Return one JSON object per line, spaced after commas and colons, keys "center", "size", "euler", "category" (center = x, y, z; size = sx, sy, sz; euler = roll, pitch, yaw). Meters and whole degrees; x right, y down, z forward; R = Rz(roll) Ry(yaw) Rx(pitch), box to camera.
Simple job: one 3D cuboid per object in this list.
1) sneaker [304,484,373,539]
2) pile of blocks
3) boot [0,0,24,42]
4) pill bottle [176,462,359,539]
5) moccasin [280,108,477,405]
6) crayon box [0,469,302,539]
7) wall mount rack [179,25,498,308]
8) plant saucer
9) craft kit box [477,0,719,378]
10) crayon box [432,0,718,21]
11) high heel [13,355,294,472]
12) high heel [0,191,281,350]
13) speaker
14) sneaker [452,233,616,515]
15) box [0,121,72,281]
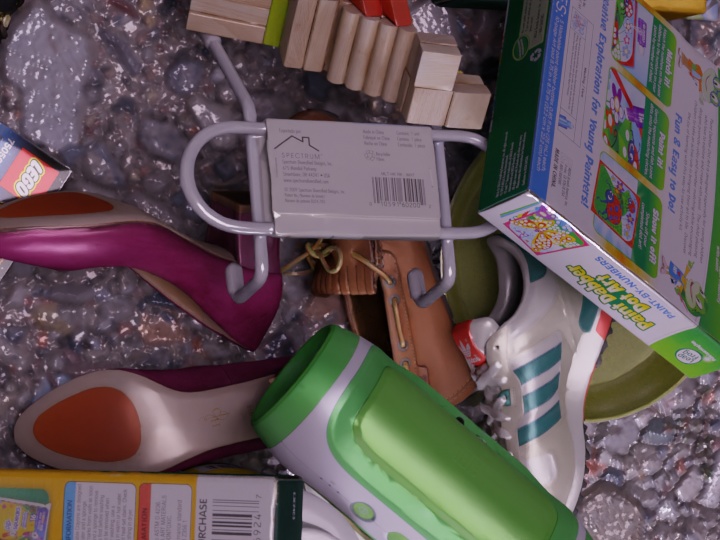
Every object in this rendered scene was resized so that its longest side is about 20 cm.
{"center": [0.049, 0.168, 1.343], "size": [0.200, 0.089, 0.077], "euler": [41, 79, -15], "category": "sneaker"}
{"center": [-0.008, -0.149, 1.268], "size": [0.199, 0.082, 0.062], "euler": [24, 123, 14], "category": "pile of blocks"}
{"center": [-0.183, -0.182, 1.272], "size": [0.203, 0.073, 0.155], "euler": [18, 88, -17], "category": "boot"}
{"center": [-0.062, 0.170, 1.247], "size": [0.109, 0.200, 0.110], "euler": [0, 91, -18], "category": "pill bottle"}
{"center": [-0.001, 0.000, 1.337], "size": [0.078, 0.074, 0.202], "euler": [-27, 107, -24], "category": "moccasin"}
{"center": [-0.131, 0.165, 1.125], "size": [0.199, 0.052, 0.127], "euler": [0, 85, 15], "category": "crayon box"}
{"center": [-0.018, -0.068, 1.258], "size": [0.199, 0.075, 0.175], "euler": [2, 72, -22], "category": "wall mount rack"}
{"center": [0.139, -0.005, 1.401], "size": [0.199, 0.031, 0.201], "euler": [0, 91, -18], "category": "plant saucer"}
{"center": [0.158, -0.069, 1.314], "size": [0.197, 0.048, 0.201], "euler": [34, 49, -30], "category": "craft kit box"}
{"center": [0.147, -0.225, 1.390], "size": [0.199, 0.052, 0.127], "euler": [1, 91, -19], "category": "crayon box"}
{"center": [-0.102, 0.088, 1.323], "size": [0.199, 0.096, 0.068], "euler": [-4, 86, 3], "category": "high heel"}
{"center": [-0.130, 0.007, 1.266], "size": [0.199, 0.067, 0.097], "euler": [-1, 108, -30], "category": "high heel"}
{"center": [0.037, 0.120, 1.238], "size": [0.200, 0.088, 0.089], "euler": [40, 79, -8], "category": "speaker"}
{"center": [0.090, 0.072, 1.326], "size": [0.093, 0.070, 0.201], "euler": [19, 76, -22], "category": "sneaker"}
{"center": [-0.275, -0.012, 1.258], "size": [0.137, 0.040, 0.200], "euler": [35, 80, -15], "category": "box"}
